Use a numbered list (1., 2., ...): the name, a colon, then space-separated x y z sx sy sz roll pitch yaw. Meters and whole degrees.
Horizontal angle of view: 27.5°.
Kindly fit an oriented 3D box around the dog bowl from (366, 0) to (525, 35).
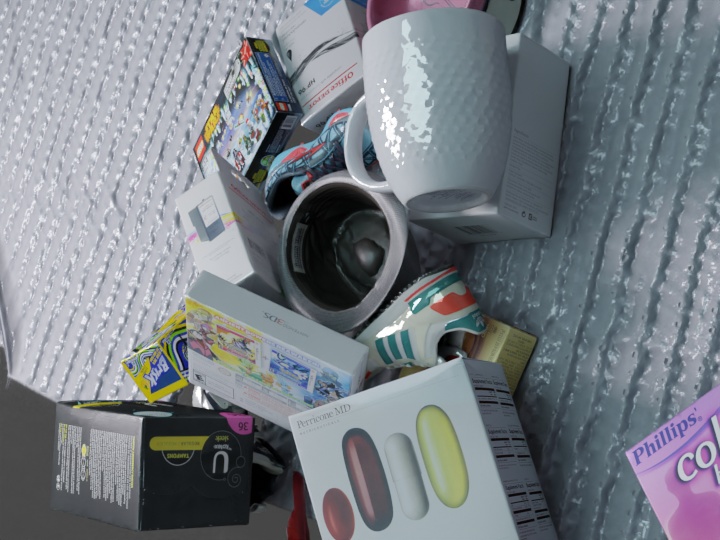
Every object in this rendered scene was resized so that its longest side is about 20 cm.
1. dog bowl: 0.091 -0.311 1.711 0.200 0.074 0.201 -17 64 37

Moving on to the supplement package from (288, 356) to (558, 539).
1. supplement package: 0.064 0.210 1.431 0.191 0.147 0.200 -21 77 17

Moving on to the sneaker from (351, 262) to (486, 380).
1. sneaker: 0.055 0.080 1.524 0.093 0.070 0.200 54 131 12

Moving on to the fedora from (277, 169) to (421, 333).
1. fedora: 0.001 -0.014 1.592 0.200 0.090 0.177 35 100 43

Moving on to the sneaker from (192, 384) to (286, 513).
1. sneaker: -0.134 0.195 1.732 0.129 0.079 0.200 0 75 41

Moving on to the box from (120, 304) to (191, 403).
1. box: -0.196 0.076 1.757 0.070 0.200 0.064 -27 101 33

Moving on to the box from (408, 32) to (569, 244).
1. box: 0.139 -0.139 1.586 0.124 0.097 0.200 -3 74 43

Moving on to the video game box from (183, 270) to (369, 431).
1. video game box: -0.092 0.101 1.576 0.200 0.182 0.047 25 60 11

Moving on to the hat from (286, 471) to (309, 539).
1. hat: -0.030 0.347 1.624 0.165 0.176 0.200 -9 106 38

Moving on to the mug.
1. mug: 0.061 -0.148 1.492 0.200 0.148 0.176 -16 72 40

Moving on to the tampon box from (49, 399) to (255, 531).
1. tampon box: -0.238 0.217 1.673 0.200 0.150 0.127 1 88 50

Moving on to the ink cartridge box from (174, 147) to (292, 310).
1. ink cartridge box: -0.142 -0.031 1.679 0.067 0.117 0.200 -32 52 13

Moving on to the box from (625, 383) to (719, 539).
1. box: 0.357 0.197 1.262 0.176 0.097 0.200 -41 51 25

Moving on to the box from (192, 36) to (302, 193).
1. box: -0.146 -0.174 1.859 0.200 0.040 0.137 -59 41 39

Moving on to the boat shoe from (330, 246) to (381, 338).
1. boat shoe: -0.003 0.000 1.684 0.086 0.075 0.202 -28 60 33

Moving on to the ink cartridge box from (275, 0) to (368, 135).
1. ink cartridge box: -0.024 -0.242 1.795 0.116 0.068 0.200 -36 54 29

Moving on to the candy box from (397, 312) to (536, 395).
1. candy box: 0.093 0.137 1.557 0.115 0.055 0.200 25 93 45

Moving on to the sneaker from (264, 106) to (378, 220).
1. sneaker: -0.040 -0.116 1.741 0.200 0.079 0.096 -32 26 41
